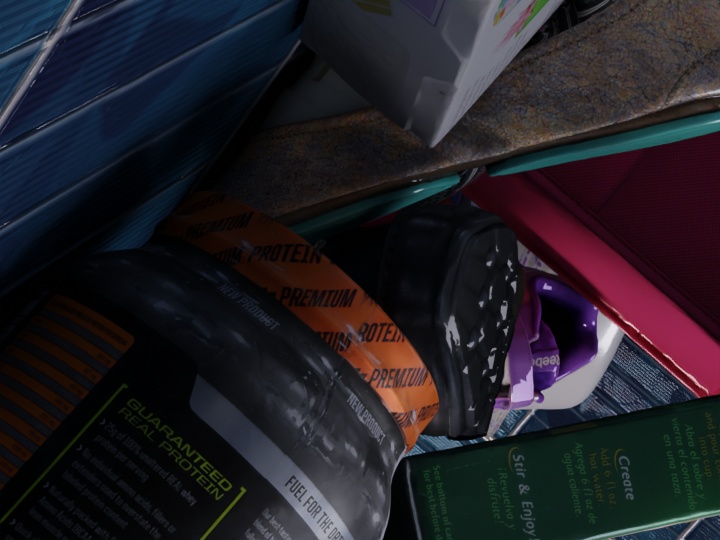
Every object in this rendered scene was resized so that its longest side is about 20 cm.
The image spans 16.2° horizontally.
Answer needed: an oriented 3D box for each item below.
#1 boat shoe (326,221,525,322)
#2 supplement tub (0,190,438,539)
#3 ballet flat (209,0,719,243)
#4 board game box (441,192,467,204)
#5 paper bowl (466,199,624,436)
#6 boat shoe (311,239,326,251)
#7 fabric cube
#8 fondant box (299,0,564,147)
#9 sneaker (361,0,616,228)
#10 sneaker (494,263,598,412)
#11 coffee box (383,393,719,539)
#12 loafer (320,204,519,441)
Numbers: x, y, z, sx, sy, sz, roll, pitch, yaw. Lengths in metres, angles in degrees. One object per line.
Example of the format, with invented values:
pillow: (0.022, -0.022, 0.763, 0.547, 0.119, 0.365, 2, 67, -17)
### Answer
boat shoe: (0.000, 0.000, 0.999, 0.072, 0.065, 0.200, -63, -159, 0)
supplement tub: (-0.077, 0.081, 0.702, 0.200, 0.123, 0.123, -48, 175, -16)
ballet flat: (0.026, -0.055, 0.820, 0.200, 0.067, 0.068, -16, 178, 11)
board game box: (0.023, 0.016, 1.318, 0.200, 0.019, 0.103, -66, -179, -48)
paper bowl: (0.098, -0.007, 1.356, 0.201, 0.104, 0.201, 23, 90, -89)
boat shoe: (-0.045, 0.034, 0.960, 0.071, 0.064, 0.200, -45, 173, -37)
fabric cube: (0.153, -0.081, 1.072, 0.199, 0.200, 0.196, -49, 176, -5)
fondant box: (0.071, -0.142, 0.729, 0.200, 0.058, 0.144, -50, 175, -15)
sneaker: (0.048, -0.076, 0.883, 0.075, 0.081, 0.200, -43, 173, -34)
sneaker: (0.039, 0.038, 1.138, 0.200, 0.088, 0.081, -22, 120, -49)
coffee box: (0.084, 0.077, 0.926, 0.200, 0.044, 0.123, -9, 173, -23)
loafer: (0.012, 0.018, 0.804, 0.201, 0.070, 0.068, 77, 26, -79)
